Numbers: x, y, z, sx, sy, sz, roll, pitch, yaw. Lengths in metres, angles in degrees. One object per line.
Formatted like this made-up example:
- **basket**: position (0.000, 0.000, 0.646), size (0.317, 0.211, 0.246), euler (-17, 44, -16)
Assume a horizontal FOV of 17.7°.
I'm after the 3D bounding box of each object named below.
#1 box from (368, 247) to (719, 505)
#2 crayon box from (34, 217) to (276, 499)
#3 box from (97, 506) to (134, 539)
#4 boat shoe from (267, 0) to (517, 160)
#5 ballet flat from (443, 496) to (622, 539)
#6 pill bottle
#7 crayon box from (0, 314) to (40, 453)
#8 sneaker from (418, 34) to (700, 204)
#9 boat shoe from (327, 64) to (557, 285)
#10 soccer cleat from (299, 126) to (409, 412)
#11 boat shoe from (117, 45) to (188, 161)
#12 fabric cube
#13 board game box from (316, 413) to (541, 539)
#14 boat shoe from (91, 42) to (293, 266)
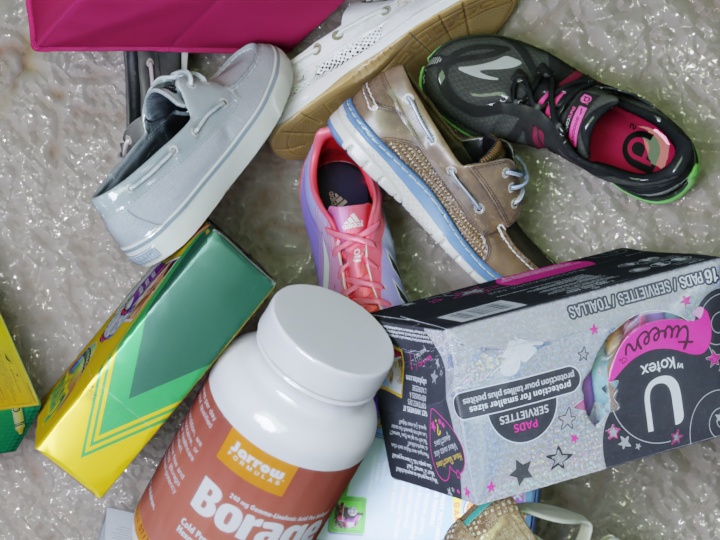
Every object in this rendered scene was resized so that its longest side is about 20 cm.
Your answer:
- **box**: position (0.123, 0.065, 1.448), size (0.199, 0.132, 0.116), euler (-14, 99, -22)
- **crayon box**: position (-0.136, 0.049, 1.493), size (0.058, 0.200, 0.173), euler (41, 89, -8)
- **box**: position (-0.113, 0.253, 1.476), size (0.155, 0.041, 0.201), euler (13, 42, -1)
- **boat shoe**: position (0.012, -0.157, 1.568), size (0.199, 0.071, 0.070), euler (-31, 59, -1)
- **ballet flat**: position (0.138, 0.192, 1.458), size (0.066, 0.199, 0.070), euler (-56, 38, 5)
- **pill bottle**: position (-0.059, 0.111, 1.447), size (0.112, 0.112, 0.201), euler (35, 120, 10)
- **crayon box**: position (-0.307, 0.032, 1.535), size (0.058, 0.118, 0.201), euler (-54, 54, 42)
- **sneaker**: position (0.136, -0.108, 1.530), size (0.198, 0.084, 0.077), euler (19, 83, 1)
- **boat shoe**: position (0.072, -0.053, 1.511), size (0.200, 0.072, 0.072), euler (41, 106, -19)
- **soccer cleat**: position (0.000, 0.000, 1.520), size (0.066, 0.077, 0.201), euler (-13, 62, -2)
- **boat shoe**: position (-0.147, -0.116, 1.573), size (0.056, 0.067, 0.202), euler (7, 70, -17)
- **fabric cube**: position (-0.103, -0.264, 1.490), size (0.198, 0.199, 0.198), euler (-3, 75, -26)
- **board game box**: position (0.026, 0.116, 1.548), size (0.198, 0.037, 0.153), euler (8, 84, 10)
- **boat shoe**: position (-0.109, -0.093, 1.495), size (0.072, 0.070, 0.201), euler (50, 48, -23)
